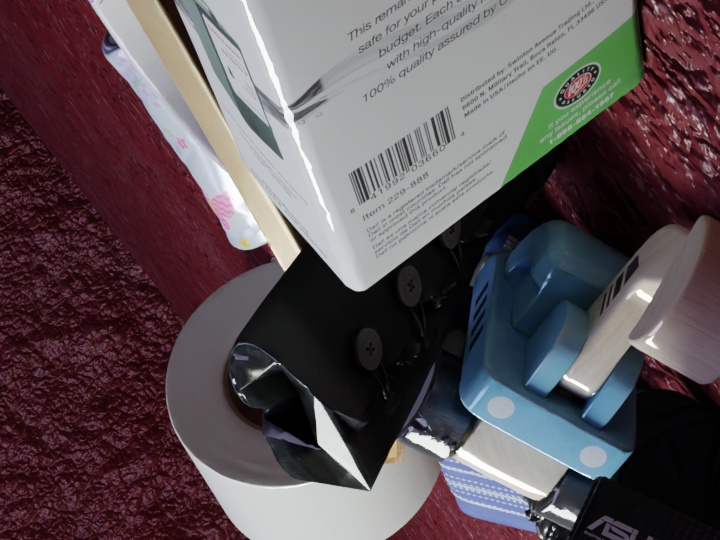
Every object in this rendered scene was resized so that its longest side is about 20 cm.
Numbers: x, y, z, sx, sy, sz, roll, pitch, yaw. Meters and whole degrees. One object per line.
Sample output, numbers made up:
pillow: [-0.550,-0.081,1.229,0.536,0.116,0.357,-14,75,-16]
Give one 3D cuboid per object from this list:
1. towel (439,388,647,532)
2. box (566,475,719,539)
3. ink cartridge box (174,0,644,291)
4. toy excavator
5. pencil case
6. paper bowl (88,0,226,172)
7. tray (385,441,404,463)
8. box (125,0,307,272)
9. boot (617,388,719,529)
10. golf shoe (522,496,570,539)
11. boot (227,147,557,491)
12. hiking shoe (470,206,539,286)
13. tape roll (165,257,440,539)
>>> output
towel: [0.109,0.108,1.095,0.144,0.024,0.201,11,150,20]
box: [0.190,0.163,0.756,0.192,0.048,0.200,21,167,26]
ink cartridge box: [0.014,-0.107,0.645,0.084,0.146,0.200,48,168,31]
toy excavator: [0.103,0.024,0.819,0.099,0.201,0.195,27,-149,-9]
pencil case: [-0.109,-0.112,1.380,0.201,0.083,0.091,57,168,-23]
paper bowl: [-0.078,-0.154,1.030,0.201,0.104,0.201,51,169,14]
tray: [0.000,0.000,1.075,0.099,0.037,0.201,92,172,-53]
box: [-0.027,-0.109,0.832,0.021,0.164,0.201,1,137,32]
boot: [0.197,0.163,0.959,0.199,0.073,0.163,52,176,20]
golf shoe: [0.131,0.175,1.040,0.078,0.094,0.201,-110,25,-46]
boot: [-0.002,-0.031,0.805,0.065,0.200,0.165,0,135,48]
hiking shoe: [0.062,-0.007,1.027,0.087,0.074,0.200,69,162,-6]
tape roll: [-0.040,0.110,1.481,0.203,0.202,0.140,47,168,33]
